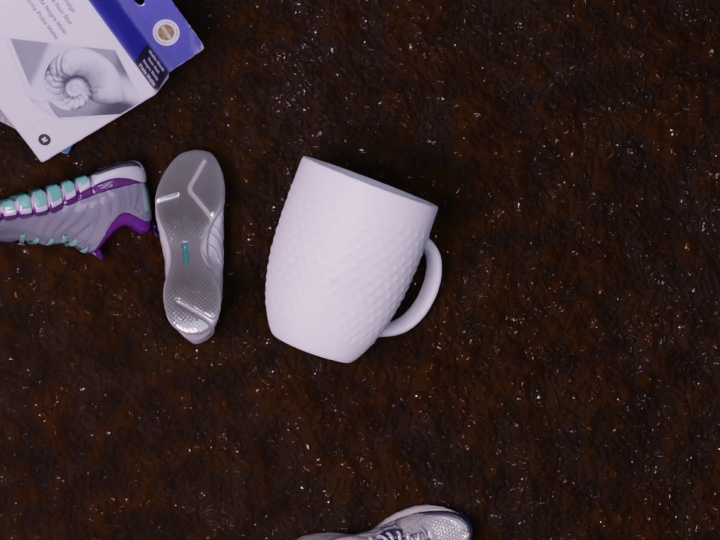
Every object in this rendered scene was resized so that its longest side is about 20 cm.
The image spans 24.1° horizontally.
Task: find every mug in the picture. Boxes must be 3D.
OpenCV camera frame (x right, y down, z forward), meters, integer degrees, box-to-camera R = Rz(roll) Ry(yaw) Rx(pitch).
[{"bbox_3d":[0.000,0.000,1.700,0.199,0.147,0.177,16,97,-37],"label":"mug"}]

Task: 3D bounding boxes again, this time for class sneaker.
[{"bbox_3d":[-0.171,-0.023,1.706,0.069,0.080,0.203,0,71,0],"label":"sneaker"},{"bbox_3d":[-0.301,-0.042,1.684,0.198,0.074,0.089,-18,97,-8],"label":"sneaker"},{"bbox_3d":[0.023,0.295,1.722,0.198,0.085,0.078,-14,92,-8],"label":"sneaker"}]

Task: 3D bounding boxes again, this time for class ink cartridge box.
[{"bbox_3d":[-0.284,-0.232,1.618,0.199,0.041,0.200,-30,116,13],"label":"ink cartridge box"}]

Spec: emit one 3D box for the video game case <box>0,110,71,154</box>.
[{"bbox_3d":[-0.346,-0.217,1.656,0.198,0.018,0.144,27,115,-16],"label":"video game case"}]
